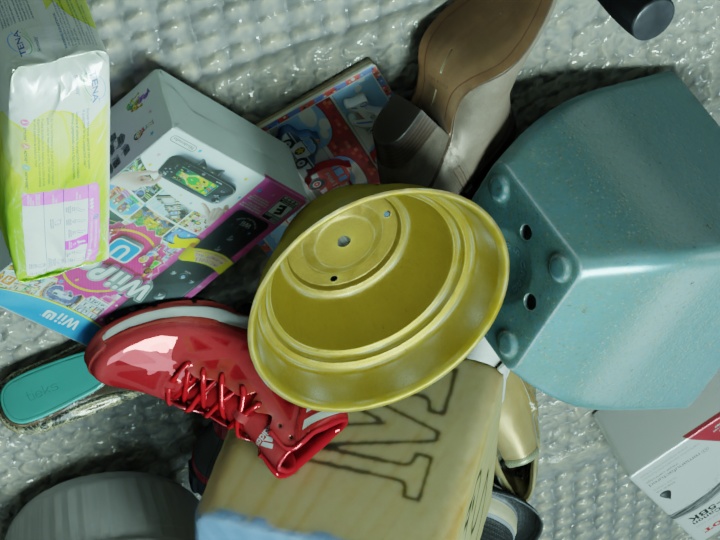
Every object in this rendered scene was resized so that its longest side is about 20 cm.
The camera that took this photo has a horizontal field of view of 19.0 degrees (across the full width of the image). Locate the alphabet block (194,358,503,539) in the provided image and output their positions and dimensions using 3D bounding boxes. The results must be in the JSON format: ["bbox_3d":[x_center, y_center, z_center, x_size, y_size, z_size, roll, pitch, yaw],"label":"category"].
[{"bbox_3d":[-0.007,0.186,1.682,0.195,0.201,0.196,13,141,8],"label":"alphabet block"}]

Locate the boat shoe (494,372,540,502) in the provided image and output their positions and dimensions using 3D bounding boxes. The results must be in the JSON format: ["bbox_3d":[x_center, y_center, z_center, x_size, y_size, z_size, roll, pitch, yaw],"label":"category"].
[{"bbox_3d":[0.136,0.141,1.934,0.071,0.076,0.200,-24,144,-3],"label":"boat shoe"}]

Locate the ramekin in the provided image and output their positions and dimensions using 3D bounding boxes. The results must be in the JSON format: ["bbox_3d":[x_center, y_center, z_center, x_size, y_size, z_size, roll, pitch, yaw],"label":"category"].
[{"bbox_3d":[-0.211,0.250,1.819,0.201,0.095,0.203,-10,146,-7],"label":"ramekin"}]

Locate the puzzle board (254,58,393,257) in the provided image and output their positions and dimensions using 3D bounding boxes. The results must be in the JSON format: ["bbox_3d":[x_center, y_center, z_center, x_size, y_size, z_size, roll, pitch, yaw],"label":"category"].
[{"bbox_3d":[-0.020,-0.065,1.634,0.150,0.017,0.200,-30,143,5],"label":"puzzle board"}]

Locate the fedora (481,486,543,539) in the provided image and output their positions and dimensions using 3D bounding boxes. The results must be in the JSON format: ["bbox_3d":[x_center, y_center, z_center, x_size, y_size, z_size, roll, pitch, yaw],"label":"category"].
[{"bbox_3d":[0.080,0.271,1.997,0.199,0.092,0.201,1,151,1],"label":"fedora"}]

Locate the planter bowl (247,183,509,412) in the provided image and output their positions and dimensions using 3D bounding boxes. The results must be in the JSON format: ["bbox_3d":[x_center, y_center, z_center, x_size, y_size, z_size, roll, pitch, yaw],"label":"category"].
[{"bbox_3d":[0.000,0.000,1.549,0.200,0.084,0.201,-14,132,-16],"label":"planter bowl"}]

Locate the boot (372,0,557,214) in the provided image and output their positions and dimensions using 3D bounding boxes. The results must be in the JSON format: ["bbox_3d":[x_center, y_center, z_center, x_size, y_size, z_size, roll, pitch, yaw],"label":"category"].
[{"bbox_3d":[0.087,-0.124,1.586,0.200,0.070,0.146,-43,152,3],"label":"boot"}]

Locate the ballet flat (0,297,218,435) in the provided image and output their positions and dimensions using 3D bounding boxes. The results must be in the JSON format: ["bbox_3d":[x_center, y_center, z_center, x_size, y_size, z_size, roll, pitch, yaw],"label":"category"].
[{"bbox_3d":[-0.187,0.075,1.677,0.199,0.068,0.075,-23,166,5],"label":"ballet flat"}]

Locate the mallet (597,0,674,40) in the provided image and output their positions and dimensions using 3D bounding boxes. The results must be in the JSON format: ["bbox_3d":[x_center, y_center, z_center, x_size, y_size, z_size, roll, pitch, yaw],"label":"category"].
[{"bbox_3d":[0.256,-0.243,1.539,0.200,0.066,0.041,-36,144,13],"label":"mallet"}]

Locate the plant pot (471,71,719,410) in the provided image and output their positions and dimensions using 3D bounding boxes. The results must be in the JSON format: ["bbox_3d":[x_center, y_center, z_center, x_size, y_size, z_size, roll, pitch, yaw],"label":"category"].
[{"bbox_3d":[0.176,-0.015,1.636,0.199,0.196,0.197,-7,141,-40],"label":"plant pot"}]

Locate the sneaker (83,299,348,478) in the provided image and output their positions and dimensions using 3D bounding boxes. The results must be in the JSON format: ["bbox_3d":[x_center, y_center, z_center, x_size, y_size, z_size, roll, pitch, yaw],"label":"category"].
[{"bbox_3d":[-0.096,0.089,1.568,0.199,0.116,0.079,-2,141,-22],"label":"sneaker"}]

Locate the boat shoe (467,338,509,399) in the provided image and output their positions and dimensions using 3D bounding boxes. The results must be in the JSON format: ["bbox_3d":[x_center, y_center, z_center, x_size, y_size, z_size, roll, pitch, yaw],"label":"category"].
[{"bbox_3d":[0.093,0.089,1.764,0.070,0.070,0.200,-9,157,-10],"label":"boat shoe"}]

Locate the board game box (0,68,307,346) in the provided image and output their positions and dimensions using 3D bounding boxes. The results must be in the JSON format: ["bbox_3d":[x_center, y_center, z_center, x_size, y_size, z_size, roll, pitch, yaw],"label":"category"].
[{"bbox_3d":[-0.160,-0.036,1.531,0.200,0.064,0.147,-37,140,22],"label":"board game box"}]

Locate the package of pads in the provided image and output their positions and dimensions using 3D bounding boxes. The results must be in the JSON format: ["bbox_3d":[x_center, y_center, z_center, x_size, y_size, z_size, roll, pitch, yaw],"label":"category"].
[{"bbox_3d":[-0.207,-0.108,1.348,0.068,0.155,0.200,-13,142,-17],"label":"package of pads"}]

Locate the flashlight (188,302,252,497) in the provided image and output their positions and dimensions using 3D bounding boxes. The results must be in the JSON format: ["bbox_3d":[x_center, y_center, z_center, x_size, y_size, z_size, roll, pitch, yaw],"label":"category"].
[{"bbox_3d":[-0.110,0.116,1.762,0.068,0.068,0.200,-9,142,-9],"label":"flashlight"}]

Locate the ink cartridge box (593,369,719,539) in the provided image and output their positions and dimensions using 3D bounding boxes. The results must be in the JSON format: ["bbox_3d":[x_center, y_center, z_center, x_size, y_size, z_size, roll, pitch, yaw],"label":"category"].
[{"bbox_3d":[0.336,0.166,2.081,0.147,0.083,0.200,-35,143,11],"label":"ink cartridge box"}]
